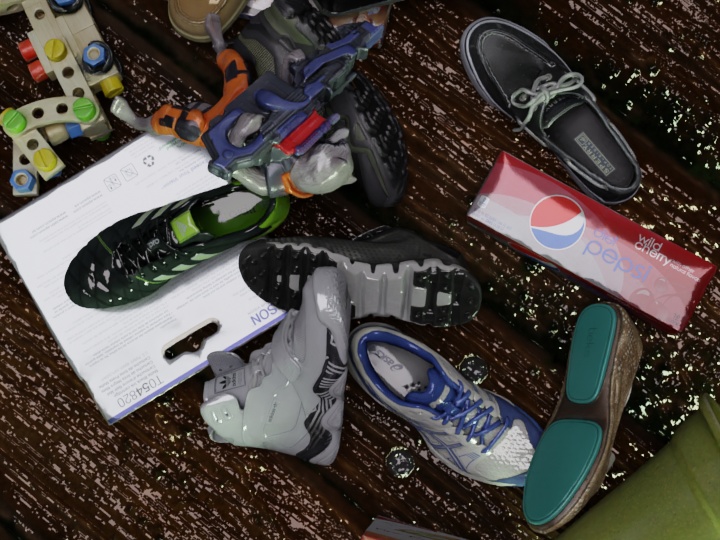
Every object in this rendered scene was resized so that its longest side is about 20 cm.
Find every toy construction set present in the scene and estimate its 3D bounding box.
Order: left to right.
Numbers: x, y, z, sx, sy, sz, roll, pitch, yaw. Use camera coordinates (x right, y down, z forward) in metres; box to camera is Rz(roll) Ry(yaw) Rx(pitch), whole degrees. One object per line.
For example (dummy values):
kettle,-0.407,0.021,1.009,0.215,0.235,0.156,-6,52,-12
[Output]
toy construction set,-0.276,-0.174,1.370,0.131,0.092,0.200,-27,93,-1

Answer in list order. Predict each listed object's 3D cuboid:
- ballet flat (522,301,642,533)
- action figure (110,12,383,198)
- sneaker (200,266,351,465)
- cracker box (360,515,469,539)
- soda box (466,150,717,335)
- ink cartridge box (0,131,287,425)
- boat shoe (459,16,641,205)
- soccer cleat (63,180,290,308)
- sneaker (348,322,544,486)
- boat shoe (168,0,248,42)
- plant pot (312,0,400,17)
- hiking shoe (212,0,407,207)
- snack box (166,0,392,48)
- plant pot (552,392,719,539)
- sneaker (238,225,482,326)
ballet flat,0.189,0.125,1.317,0.070,0.065,0.200,7,70,44
action figure,-0.070,-0.127,1.285,0.200,0.105,0.193,-37,58,-27
sneaker,-0.068,0.078,1.297,0.115,0.200,0.075,4,42,-2
cracker box,0.065,0.240,1.262,0.134,0.200,0.058,15,86,4
soda box,0.188,-0.022,1.337,0.200,0.070,0.063,29,87,5
ink cartridge box,-0.178,-0.003,1.374,0.200,0.041,0.200,-30,85,1
boat shoe,0.158,-0.136,1.348,0.074,0.068,0.199,-37,84,0
soccer cleat,-0.153,-0.028,1.313,0.200,0.081,0.068,-24,85,1
sneaker,0.069,0.114,1.328,0.200,0.088,0.075,32,87,4
boat shoe,-0.111,-0.289,1.354,0.073,0.063,0.200,19,84,5
plant pot,0.028,-0.349,1.292,0.199,0.200,0.178,-10,54,22
hiking shoe,-0.038,-0.131,1.368,0.101,0.076,0.200,-31,91,24
snack box,-0.071,-0.248,1.392,0.200,0.024,0.072,13,85,5
plant pot,0.249,0.229,1.271,0.184,0.200,0.200,-34,85,13
sneaker,0.000,0.000,1.342,0.200,0.091,0.067,6,115,1
